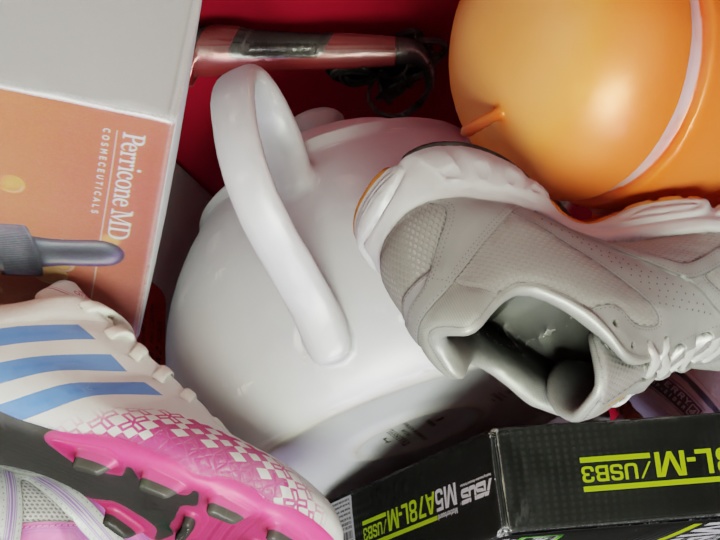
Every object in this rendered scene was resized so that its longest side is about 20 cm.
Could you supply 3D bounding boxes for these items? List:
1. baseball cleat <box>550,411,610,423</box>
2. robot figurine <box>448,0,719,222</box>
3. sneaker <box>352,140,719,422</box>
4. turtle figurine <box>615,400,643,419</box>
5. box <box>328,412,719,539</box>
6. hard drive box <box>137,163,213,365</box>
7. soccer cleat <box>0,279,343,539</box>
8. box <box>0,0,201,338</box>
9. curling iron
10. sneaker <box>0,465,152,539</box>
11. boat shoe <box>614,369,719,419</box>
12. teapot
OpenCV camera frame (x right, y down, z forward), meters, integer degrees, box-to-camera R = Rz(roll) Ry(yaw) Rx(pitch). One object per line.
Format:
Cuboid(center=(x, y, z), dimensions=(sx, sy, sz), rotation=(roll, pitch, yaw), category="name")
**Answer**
Cuboid(center=(0.051, 0.093, 1.230), dimensions=(0.107, 0.070, 0.200), rotation=(-52, 162, 18), category="baseball cleat")
Cuboid(center=(0.117, -0.079, 0.998), dimensions=(0.199, 0.117, 0.144), rotation=(8, 130, -39), category="robot figurine")
Cuboid(center=(0.093, 0.022, 0.932), dimensions=(0.199, 0.092, 0.076), rotation=(10, 131, -25), category="sneaker")
Cuboid(center=(0.193, 0.003, 1.076), dimensions=(0.064, 0.162, 0.200), rotation=(30, 162, -21), category="turtle figurine")
Cuboid(center=(0.101, 0.095, 1.048), dimensions=(0.192, 0.048, 0.200), rotation=(0, 166, -23), category="box")
Cuboid(center=(-0.085, 0.051, 1.159), dimensions=(0.077, 0.156, 0.200), rotation=(-19, 143, 24), category="hard drive box")
Cuboid(center=(-0.093, 0.049, 0.972), dimensions=(0.199, 0.087, 0.070), rotation=(21, 148, 0), category="soccer cleat")
Cuboid(center=(-0.167, -0.072, 0.996), dimensions=(0.199, 0.107, 0.153), rotation=(11, 144, -4), category="box")
Cuboid(center=(-0.063, -0.084, 1.077), dimensions=(0.199, 0.026, 0.050), rotation=(0, 148, -2), category="curling iron")
Cuboid(center=(-0.115, 0.105, 1.039), dimensions=(0.200, 0.088, 0.081), rotation=(37, 160, -18), category="sneaker")
Cuboid(center=(0.167, 0.064, 1.264), dimensions=(0.070, 0.071, 0.200), rotation=(-47, 162, -8), category="boat shoe")
Cuboid(center=(0.000, 0.000, 1.057), dimensions=(0.197, 0.147, 0.200), rotation=(-9, 161, -31), category="teapot")
